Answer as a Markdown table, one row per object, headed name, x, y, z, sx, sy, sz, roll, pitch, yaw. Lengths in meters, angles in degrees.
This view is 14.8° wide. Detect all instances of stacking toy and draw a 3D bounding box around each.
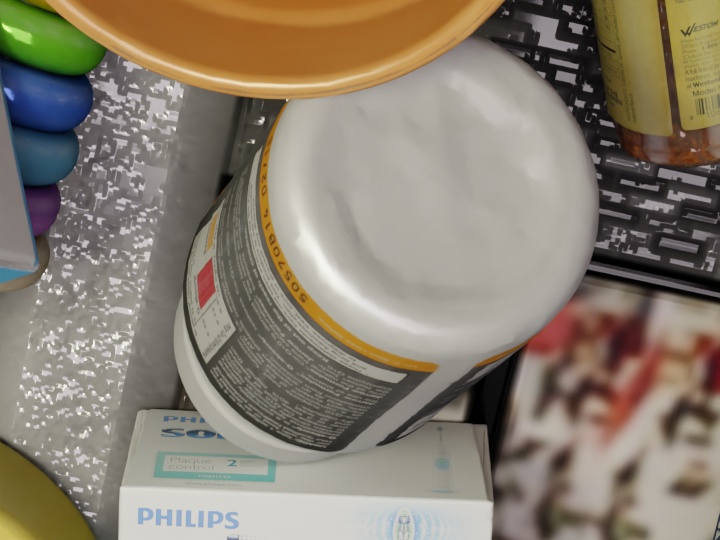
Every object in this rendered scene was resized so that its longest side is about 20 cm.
| name | x | y | z | sx | sy | sz | roll | pitch | yaw |
| --- | --- | --- | --- | --- | --- | --- | --- | --- | --- |
| stacking toy | -0.123 | -0.097 | 1.029 | 0.085 | 0.085 | 0.201 | 22 | 104 | -7 |

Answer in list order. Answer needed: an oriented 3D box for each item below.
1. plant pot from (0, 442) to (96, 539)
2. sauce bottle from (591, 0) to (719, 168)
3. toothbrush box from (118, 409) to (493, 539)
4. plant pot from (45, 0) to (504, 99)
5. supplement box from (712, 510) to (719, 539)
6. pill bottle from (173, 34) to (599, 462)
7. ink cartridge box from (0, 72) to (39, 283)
| name | x | y | z | sx | sy | sz | roll | pitch | yaw |
| --- | --- | --- | --- | --- | --- | --- | --- | --- | --- |
| plant pot | -0.199 | 0.178 | 1.064 | 0.199 | 0.189 | 0.202 | 0 | 110 | 0 |
| sauce bottle | 0.110 | -0.137 | 1.003 | 0.066 | 0.066 | 0.201 | -8 | 120 | 3 |
| toothbrush box | -0.024 | 0.164 | 1.113 | 0.145 | 0.085 | 0.201 | 3 | 108 | -1 |
| plant pot | -0.019 | -0.176 | 0.890 | 0.199 | 0.140 | 0.201 | 8 | 123 | 12 |
| supplement box | 0.256 | 0.104 | 1.018 | 0.199 | 0.135 | 0.200 | 25 | 145 | -8 |
| pill bottle | 0.000 | 0.000 | 0.989 | 0.116 | 0.200 | 0.117 | 5 | 72 | -16 |
| ink cartridge box | -0.243 | -0.047 | 0.963 | 0.199 | 0.146 | 0.148 | -18 | 78 | 21 |
